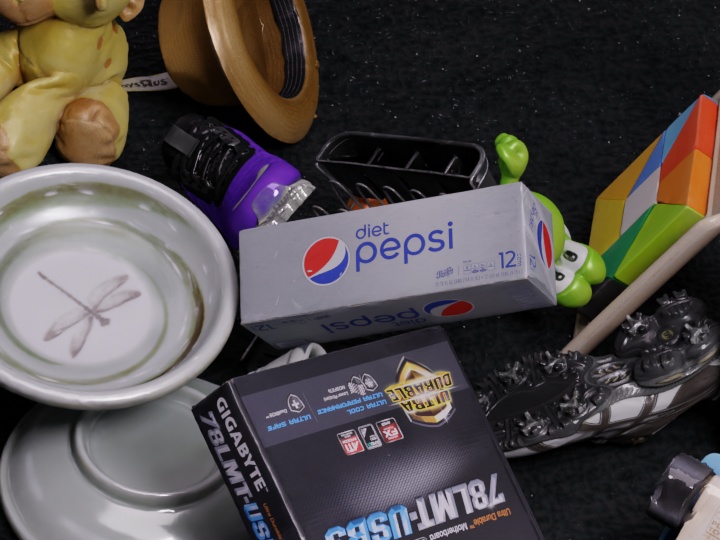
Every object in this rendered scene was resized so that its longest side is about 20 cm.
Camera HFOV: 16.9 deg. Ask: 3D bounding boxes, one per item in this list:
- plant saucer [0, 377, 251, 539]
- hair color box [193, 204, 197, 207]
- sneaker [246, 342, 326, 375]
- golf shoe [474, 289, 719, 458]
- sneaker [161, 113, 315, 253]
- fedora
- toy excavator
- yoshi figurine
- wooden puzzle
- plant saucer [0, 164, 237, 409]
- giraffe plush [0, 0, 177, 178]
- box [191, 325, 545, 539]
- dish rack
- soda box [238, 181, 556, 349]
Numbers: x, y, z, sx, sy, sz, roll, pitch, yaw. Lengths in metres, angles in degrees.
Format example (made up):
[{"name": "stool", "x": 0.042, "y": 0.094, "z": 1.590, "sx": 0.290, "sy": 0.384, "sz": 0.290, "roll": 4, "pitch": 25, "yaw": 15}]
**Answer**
[{"name": "plant saucer", "x": -0.135, "y": 0.125, "z": 1.582, "sx": 0.200, "sy": 0.050, "sz": 0.200, "roll": 6, "pitch": 43, "yaw": -5}, {"name": "hair color box", "x": -0.203, "y": 0.013, "z": 1.682, "sx": 0.200, "sy": 0.061, "sz": 0.099, "roll": -4, "pitch": 44, "yaw": -16}, {"name": "sneaker", "x": -0.020, "y": 0.133, "z": 1.552, "sx": 0.073, "sy": 0.071, "sz": 0.200, "roll": 12, "pitch": 43, "yaw": -49}, {"name": "golf shoe", "x": 0.162, "y": 0.095, "z": 1.660, "sx": 0.200, "sy": 0.095, "sz": 0.078, "roll": -22, "pitch": 45, "yaw": 4}, {"name": "sneaker", "x": -0.096, "y": -0.065, "z": 1.686, "sx": 0.100, "sy": 0.200, "sz": 0.070, "roll": 40, "pitch": 88, "yaw": -9}, {"name": "fedora", "x": -0.101, "y": -0.180, "z": 1.859, "sx": 0.082, "sy": 0.201, "sz": 0.201, "roll": -15, "pitch": 38, "yaw": 19}, {"name": "toy excavator", "x": 0.253, "y": 0.167, "z": 1.583, "sx": 0.100, "sy": 0.200, "sz": 0.195, "roll": 28, "pitch": 89, "yaw": 18}, {"name": "yoshi figurine", "x": 0.084, "y": -0.037, "z": 1.726, "sx": 0.200, "sy": 0.113, "sz": 0.112, "roll": 25, "pitch": 22, "yaw": 38}, {"name": "wooden puzzle", "x": 0.210, "y": -0.043, "z": 1.739, "sx": 0.037, "sy": 0.185, "sz": 0.200, "roll": 34, "pitch": 40, "yaw": -10}, {"name": "plant saucer", "x": -0.183, "y": 0.019, "z": 1.593, "sx": 0.200, "sy": 0.050, "sz": 0.200, "roll": 7, "pitch": 50, "yaw": -8}, {"name": "giraffe plush", "x": -0.223, "y": -0.185, "z": 1.818, "sx": 0.200, "sy": 0.162, "sz": 0.173, "roll": -23, "pitch": 51, "yaw": -31}, {"name": "box", "x": 0.016, "y": 0.145, "z": 1.492, "sx": 0.200, "sy": 0.050, "sz": 0.199, "roll": -11, "pitch": 70, "yaw": -46}, {"name": "dish rack", "x": 0.000, "y": 0.000, "z": 1.664, "sx": 0.153, "sy": 0.055, "sz": 0.200, "roll": 8, "pitch": 58, "yaw": 45}, {"name": "soda box", "x": 0.023, "y": -0.002, "z": 1.563, "sx": 0.200, "sy": 0.063, "sz": 0.068, "roll": -10, "pitch": 68, "yaw": 20}]
